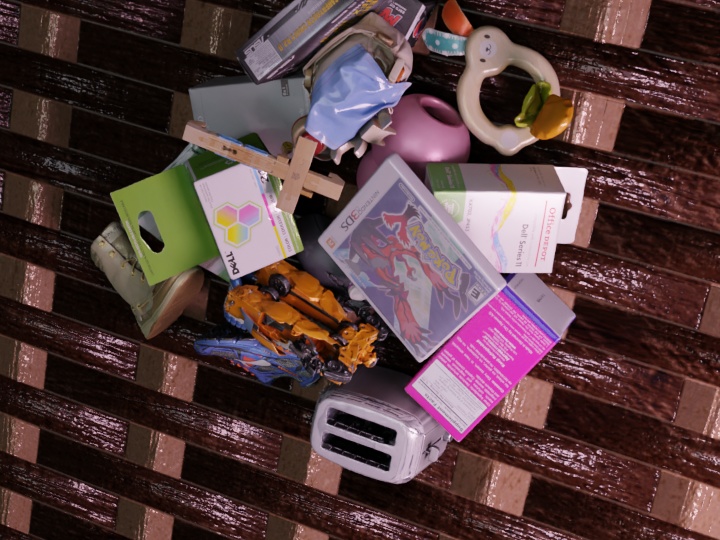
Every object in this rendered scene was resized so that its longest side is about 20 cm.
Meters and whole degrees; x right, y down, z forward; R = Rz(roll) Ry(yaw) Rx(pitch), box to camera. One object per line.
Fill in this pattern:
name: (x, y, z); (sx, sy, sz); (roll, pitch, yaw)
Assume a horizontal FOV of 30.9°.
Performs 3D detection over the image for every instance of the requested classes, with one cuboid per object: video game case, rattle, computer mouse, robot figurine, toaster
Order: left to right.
robot figurine: (-0.064, 0.066, 1.640); (0.199, 0.145, 0.058); (34, 137, 10)
computer mouse: (0.000, 0.000, 1.695); (0.140, 0.046, 0.201); (-33, 98, 24)
toaster: (0.019, 0.197, 1.704); (0.199, 0.129, 0.115); (19, 109, 16)
video game case: (0.056, -0.011, 1.540); (0.200, 0.023, 0.182); (49, 136, 6)
rattle: (0.155, -0.235, 1.526); (0.130, 0.143, 0.201); (-30, 95, 17)

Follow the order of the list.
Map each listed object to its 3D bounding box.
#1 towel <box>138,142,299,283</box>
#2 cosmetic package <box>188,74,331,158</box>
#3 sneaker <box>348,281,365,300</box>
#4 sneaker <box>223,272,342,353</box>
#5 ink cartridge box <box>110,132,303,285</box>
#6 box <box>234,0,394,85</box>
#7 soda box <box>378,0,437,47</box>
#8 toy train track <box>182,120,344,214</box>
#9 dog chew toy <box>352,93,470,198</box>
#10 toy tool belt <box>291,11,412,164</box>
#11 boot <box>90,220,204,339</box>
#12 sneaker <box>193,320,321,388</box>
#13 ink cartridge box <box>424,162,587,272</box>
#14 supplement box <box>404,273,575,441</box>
towel: (-0.190, -0.071, 1.718); (0.149, 0.031, 0.199); (-38, 124, 26)
cosmetic package: (-0.112, -0.200, 1.676); (0.198, 0.090, 0.108); (-5, 106, 20)
sneaker: (0.083, 0.011, 1.639); (0.198, 0.075, 0.100); (-19, 99, 6)
sneaker: (-0.099, 0.048, 1.722); (0.199, 0.077, 0.086); (17, 121, 24)
ink cartridge box: (-0.190, -0.061, 1.627); (0.199, 0.076, 0.149); (-23, 121, -8)
box: (-0.034, -0.299, 1.510); (0.199, 0.158, 0.049); (-36, 88, 25)
soda box: (-0.008, -0.353, 1.608); (0.199, 0.063, 0.071); (34, 113, 10)
toy train track: (-0.113, -0.137, 1.550); (0.198, 0.033, 0.115); (21, 132, -3)
dog chew toy: (0.052, -0.119, 1.618); (0.124, 0.124, 0.201); (36, 121, 9)
toy tool belt: (-0.015, -0.193, 1.518); (0.124, 0.123, 0.200); (29, 118, -23)
boot: (-0.295, -0.005, 1.775); (0.156, 0.073, 0.200); (54, 150, 5)
sneaker: (-0.139, 0.119, 1.778); (0.198, 0.075, 0.079); (8, 110, 21)
ink cartridge box: (0.175, -0.061, 1.553); (0.198, 0.068, 0.118); (0, 125, -7)
supplement box: (0.162, 0.103, 1.639); (0.103, 0.101, 0.200); (44, 115, 5)
